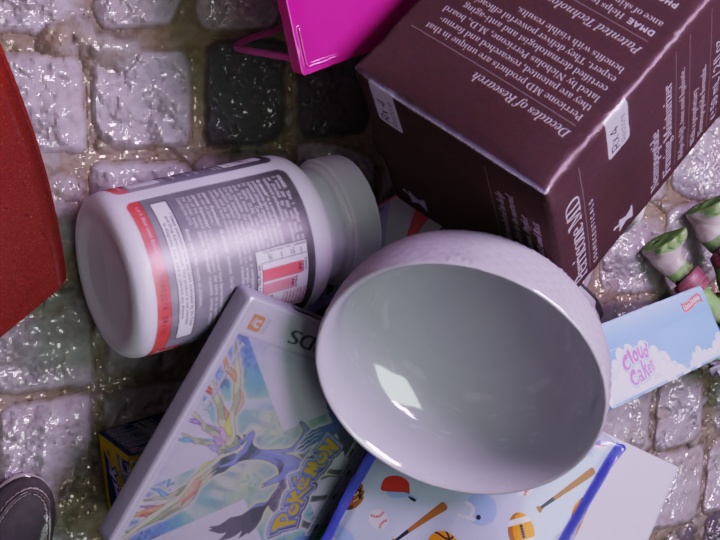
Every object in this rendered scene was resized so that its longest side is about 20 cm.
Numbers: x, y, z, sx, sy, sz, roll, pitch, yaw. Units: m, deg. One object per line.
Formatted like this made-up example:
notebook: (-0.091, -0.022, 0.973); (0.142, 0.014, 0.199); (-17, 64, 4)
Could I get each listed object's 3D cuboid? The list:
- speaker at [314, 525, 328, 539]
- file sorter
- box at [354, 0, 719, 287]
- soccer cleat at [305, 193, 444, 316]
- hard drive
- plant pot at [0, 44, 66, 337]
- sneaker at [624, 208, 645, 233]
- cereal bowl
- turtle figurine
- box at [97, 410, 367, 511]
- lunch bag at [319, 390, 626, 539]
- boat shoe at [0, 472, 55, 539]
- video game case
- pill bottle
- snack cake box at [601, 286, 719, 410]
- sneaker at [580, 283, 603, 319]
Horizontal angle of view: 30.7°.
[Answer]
speaker: (0.012, 0.302, 1.095); (0.089, 0.088, 0.201); (-47, 122, -16)
file sorter: (-0.035, -0.258, 0.904); (0.138, 0.125, 0.202); (-24, 115, -28)
box: (0.131, -0.123, 0.900); (0.200, 0.164, 0.166); (-49, 154, -13)
soccer cleat: (0.000, 0.000, 1.038); (0.200, 0.073, 0.068); (-40, 152, -2)
hard drive: (0.187, 0.239, 1.094); (0.131, 0.026, 0.202); (26, 86, -42)
plant pot: (-0.288, -0.036, 0.758); (0.200, 0.199, 0.177); (-41, 132, -19)
sneaker: (0.177, -0.089, 1.052); (0.076, 0.200, 0.112); (24, 82, -13)
cereal bowl: (0.074, 0.052, 0.891); (0.201, 0.198, 0.084); (63, 30, -27)
turtle figurine: (0.364, 0.033, 1.218); (0.143, 0.200, 0.195); (-32, 96, 11)
box: (-0.093, 0.134, 0.997); (0.198, 0.064, 0.071); (-15, 111, -30)
lunch bag: (0.078, 0.180, 1.001); (0.201, 0.169, 0.124); (-59, 168, -9)
boat shoe: (-0.264, 0.241, 0.911); (0.067, 0.057, 0.201); (33, 82, -35)
video game case: (-0.067, 0.124, 0.941); (0.181, 0.022, 0.201); (23, 101, -44)
pill bottle: (-0.091, -0.017, 0.931); (0.198, 0.115, 0.117); (-15, 109, -30)
snack cake box: (0.214, 0.080, 1.125); (0.199, 0.115, 0.068); (-15, 81, -46)
sneaker: (0.128, 0.038, 1.115); (0.121, 0.084, 0.200); (-50, 140, 3)
